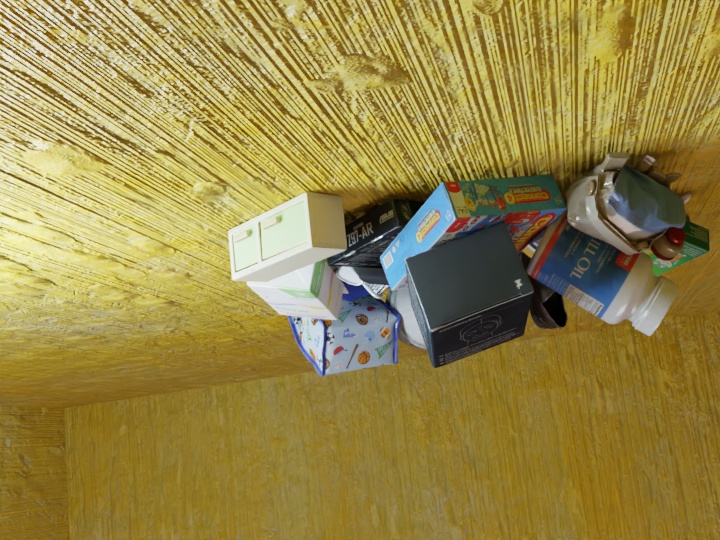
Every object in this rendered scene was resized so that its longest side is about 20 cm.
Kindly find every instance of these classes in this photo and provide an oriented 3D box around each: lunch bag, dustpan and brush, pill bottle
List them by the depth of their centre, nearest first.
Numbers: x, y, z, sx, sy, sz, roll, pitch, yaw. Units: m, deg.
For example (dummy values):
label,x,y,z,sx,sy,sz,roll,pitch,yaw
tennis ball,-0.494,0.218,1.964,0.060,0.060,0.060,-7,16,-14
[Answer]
label,x,y,z,sx,sy,sz,roll,pitch,yaw
pill bottle,0.347,0.005,1.291,0.197,0.114,0.112,31,175,12
dustpan and brush,0.000,0.000,1.472,0.137,0.058,0.200,7,-155,-38
lunch bag,-0.037,0.100,1.737,0.166,0.127,0.200,-4,-159,-24

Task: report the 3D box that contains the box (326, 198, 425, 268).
label,x,y,z,sx,sy,sz,roll,pitch,yaw
box,0.066,-0.050,1.362,0.197,0.045,0.159,2,159,-44

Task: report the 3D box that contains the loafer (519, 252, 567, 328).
label,x,y,z,sx,sy,sz,roll,pitch,yaw
loafer,0.321,0.016,1.567,0.072,0.203,0.071,-35,-154,-18

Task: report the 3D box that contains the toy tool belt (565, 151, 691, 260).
label,x,y,z,sx,sy,sz,roll,pitch,yaw
toy tool belt,0.382,-0.087,1.211,0.196,0.127,0.123,20,140,-17

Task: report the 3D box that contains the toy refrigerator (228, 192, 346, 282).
label,x,y,z,sx,sy,sz,roll,pitch,yaw
toy refrigerator,-0.109,-0.043,1.270,0.069,0.078,0.198,3,166,-40

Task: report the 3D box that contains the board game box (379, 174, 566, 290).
label,x,y,z,sx,sy,sz,roll,pitch,yaw
board game box,0.155,-0.052,1.267,0.192,0.057,0.200,-7,155,-30

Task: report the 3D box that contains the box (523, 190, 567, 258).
label,x,y,z,sx,sy,sz,roll,pitch,yaw
box,0.325,-0.066,1.387,0.118,0.042,0.198,34,150,-25

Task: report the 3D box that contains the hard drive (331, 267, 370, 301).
label,x,y,z,sx,sy,sz,roll,pitch,yaw
hard drive,0.025,0.001,1.596,0.197,0.026,0.131,-19,152,30

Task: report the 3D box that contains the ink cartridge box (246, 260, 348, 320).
label,x,y,z,sx,sy,sz,roll,pitch,yaw
ink cartridge box,-0.099,0.031,1.516,0.114,0.069,0.200,5,162,18

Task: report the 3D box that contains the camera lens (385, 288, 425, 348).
label,x,y,z,sx,sy,sz,roll,pitch,yaw
camera lens,0.148,0.061,1.705,0.156,0.164,0.199,-2,170,-24

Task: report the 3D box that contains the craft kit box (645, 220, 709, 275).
label,x,y,z,sx,sy,sz,roll,pitch,yaw
craft kit box,0.429,-0.044,1.483,0.196,0.050,0.197,19,155,-21

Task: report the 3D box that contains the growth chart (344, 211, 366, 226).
label,x,y,z,sx,sy,sz,roll,pitch,yaw
growth chart,-0.041,-0.055,1.400,0.196,0.018,0.144,-12,168,24

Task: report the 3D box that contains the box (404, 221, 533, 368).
label,x,y,z,sx,sy,sz,roll,pitch,yaw
box,0.148,0.040,1.254,0.145,0.109,0.201,-19,159,-1

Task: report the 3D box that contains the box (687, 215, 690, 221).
label,x,y,z,sx,sy,sz,roll,pitch,yaw
box,0.475,-0.053,1.644,0.195,0.050,0.158,-3,167,-17
